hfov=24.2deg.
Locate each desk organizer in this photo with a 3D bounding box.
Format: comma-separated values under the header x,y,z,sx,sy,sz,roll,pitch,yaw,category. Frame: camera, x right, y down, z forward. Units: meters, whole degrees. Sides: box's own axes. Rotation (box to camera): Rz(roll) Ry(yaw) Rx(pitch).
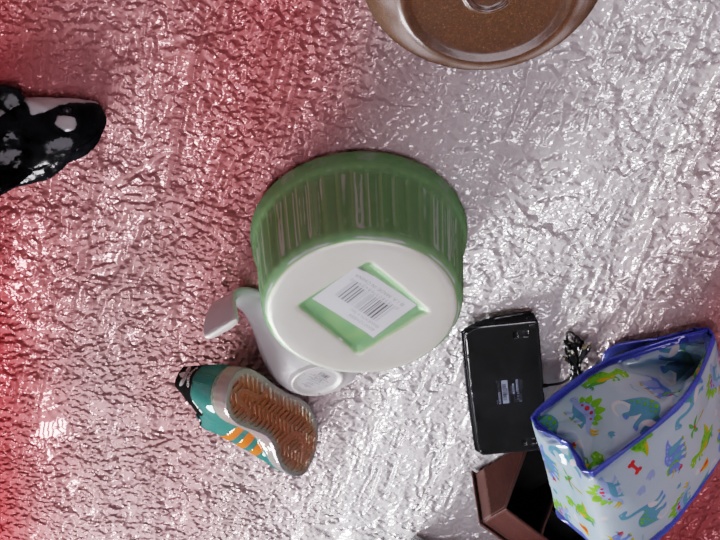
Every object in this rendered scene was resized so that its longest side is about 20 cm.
x,y,z,sx,sy,sz,roll,pitch,yaw,category
0.212,0.270,1.801,0.077,0.072,0.200,-34,127,24,desk organizer

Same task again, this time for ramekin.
x,y,z,sx,sy,sz,roll,pitch,yaw,category
0.000,0.000,1.501,0.199,0.098,0.201,-1,135,-1,ramekin

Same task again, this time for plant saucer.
x,y,z,sx,sy,sz,roll,pitch,yaw,category
0.100,-0.229,1.325,0.199,0.037,0.201,-1,135,-1,plant saucer

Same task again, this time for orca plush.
x,y,z,sx,sy,sz,roll,pitch,yaw,category
-0.314,-0.096,1.408,0.199,0.071,0.106,0,135,-3,orca plush

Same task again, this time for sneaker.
x,y,z,sx,sy,sz,roll,pitch,yaw,category
-0.111,0.141,1.665,0.080,0.072,0.200,13,158,33,sneaker

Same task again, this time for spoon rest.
x,y,z,sx,sy,sz,roll,pitch,yaw,category
-0.072,0.066,1.603,0.099,0.061,0.200,-29,143,25,spoon rest

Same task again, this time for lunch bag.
x,y,z,sx,sy,sz,roll,pitch,yaw,category
0.281,0.164,1.663,0.200,0.127,0.170,-33,137,-12,lunch bag

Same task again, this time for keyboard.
x,y,z,sx,sy,sz,roll,pitch,yaw,category
0.169,0.113,1.679,0.126,0.021,0.201,-6,136,4,keyboard

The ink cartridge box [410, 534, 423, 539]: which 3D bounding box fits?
x,y,z,sx,sy,sz,roll,pitch,yaw,category
0.089,0.425,1.834,0.200,0.145,0.146,33,135,17,ink cartridge box
